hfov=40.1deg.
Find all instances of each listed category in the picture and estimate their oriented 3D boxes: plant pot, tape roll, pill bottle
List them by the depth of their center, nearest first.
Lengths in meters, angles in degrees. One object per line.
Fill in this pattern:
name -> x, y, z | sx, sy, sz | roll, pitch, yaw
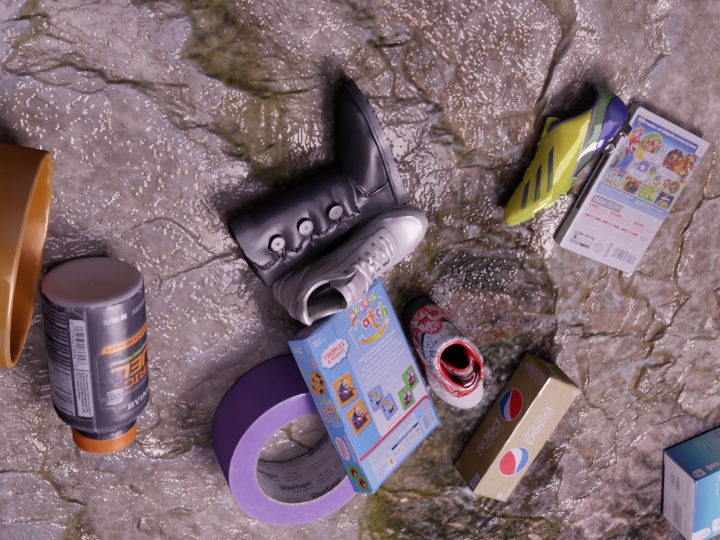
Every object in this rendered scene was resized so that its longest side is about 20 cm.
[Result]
plant pot -> -0.390, -0.026, 0.892 | 0.181, 0.201, 0.202 | 10, 114, -12
pill bottle -> -0.279, 0.096, 1.053 | 0.105, 0.106, 0.202 | -8, 121, -20
tape roll -> -0.079, 0.210, 1.223 | 0.198, 0.085, 0.202 | -12, 122, -19

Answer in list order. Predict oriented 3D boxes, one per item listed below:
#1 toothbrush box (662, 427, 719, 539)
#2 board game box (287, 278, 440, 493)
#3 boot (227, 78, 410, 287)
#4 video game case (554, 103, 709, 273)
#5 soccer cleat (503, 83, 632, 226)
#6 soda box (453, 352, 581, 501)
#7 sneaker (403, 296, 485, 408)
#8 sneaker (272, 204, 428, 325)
toothbrush box -> 0.598, 0.335, 1.606 | 0.198, 0.085, 0.148 | -19, 123, -13
board game box -> 0.009, 0.134, 1.164 | 0.151, 0.036, 0.202 | -36, 110, -44
boot -> -0.059, -0.093, 1.079 | 0.199, 0.066, 0.166 | -28, 124, -3
video game case -> 0.355, -0.102, 1.287 | 0.142, 0.018, 0.201 | 17, 109, -31
soccer cleat -> 0.238, -0.139, 1.198 | 0.084, 0.065, 0.200 | 44, 100, -6
soda box -> 0.218, 0.220, 1.378 | 0.067, 0.064, 0.201 | 22, 107, -32
sneaker -> 0.123, 0.133, 1.257 | 0.067, 0.108, 0.202 | -33, 126, -4
sneaker -> 0.000, 0.000, 1.131 | 0.199, 0.100, 0.075 | -32, 124, -7
